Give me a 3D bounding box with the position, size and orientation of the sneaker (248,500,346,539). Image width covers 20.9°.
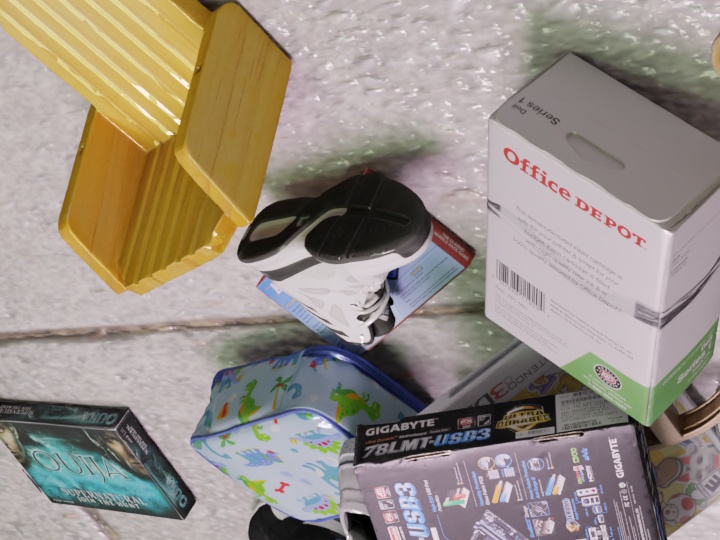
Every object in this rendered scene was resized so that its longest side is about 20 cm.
[{"bbox_3d":[-0.060,0.260,1.787,0.073,0.112,0.199,47,144,-19],"label":"sneaker"}]

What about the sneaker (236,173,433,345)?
[{"bbox_3d":[0.008,-0.004,1.416,0.115,0.076,0.200,42,155,-28],"label":"sneaker"}]

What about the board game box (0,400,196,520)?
[{"bbox_3d":[-0.272,0.188,1.950,0.199,0.028,0.136,0,135,40],"label":"board game box"}]

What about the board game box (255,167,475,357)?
[{"bbox_3d":[0.000,0.000,1.494,0.103,0.020,0.200,37,146,-7],"label":"board game box"}]

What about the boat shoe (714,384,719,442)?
[{"bbox_3d":[0.304,0.163,1.403,0.072,0.062,0.201,-3,132,42],"label":"boat shoe"}]

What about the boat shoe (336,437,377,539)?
[{"bbox_3d":[0.012,0.203,1.559,0.073,0.067,0.200,4,151,20],"label":"boat shoe"}]

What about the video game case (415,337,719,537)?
[{"bbox_3d":[0.156,0.133,1.420,0.182,0.023,0.200,-38,112,8],"label":"video game case"}]

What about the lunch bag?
[{"bbox_3d":[-0.033,0.140,1.627,0.160,0.083,0.199,37,147,-24],"label":"lunch bag"}]

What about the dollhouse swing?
[{"bbox_3d":[-0.179,-0.111,1.385,0.175,0.183,0.199,26,153,-27],"label":"dollhouse swing"}]

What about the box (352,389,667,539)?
[{"bbox_3d":[0.112,0.180,1.377,0.197,0.050,0.201,-9,126,13],"label":"box"}]

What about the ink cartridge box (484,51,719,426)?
[{"bbox_3d":[0.158,-0.019,1.252,0.146,0.084,0.201,35,150,27],"label":"ink cartridge box"}]

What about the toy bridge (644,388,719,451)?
[{"bbox_3d":[0.204,0.095,1.359,0.199,0.027,0.067,-24,132,21],"label":"toy bridge"}]

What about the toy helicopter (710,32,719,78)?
[{"bbox_3d":[0.286,-0.077,1.108,0.200,0.079,0.132,39,146,-1],"label":"toy helicopter"}]
